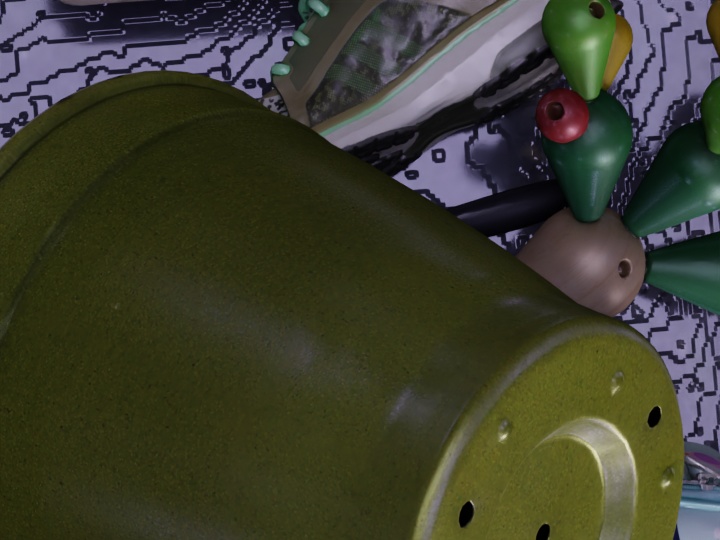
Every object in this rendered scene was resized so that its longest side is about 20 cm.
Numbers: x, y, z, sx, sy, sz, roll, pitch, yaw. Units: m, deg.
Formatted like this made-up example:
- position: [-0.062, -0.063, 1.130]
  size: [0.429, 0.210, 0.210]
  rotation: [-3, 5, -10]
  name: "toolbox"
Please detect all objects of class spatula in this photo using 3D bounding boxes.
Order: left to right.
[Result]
- position: [0.000, 0.000, 0.810]
  size: [0.199, 0.057, 0.021]
  rotation: [-23, 65, -14]
  name: "spatula"

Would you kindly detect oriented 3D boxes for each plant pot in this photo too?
- position: [-0.010, 0.053, 0.653]
  size: [0.192, 0.200, 0.202]
  rotation: [17, 86, 41]
  name: "plant pot"

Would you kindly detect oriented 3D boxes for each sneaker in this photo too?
- position: [-0.002, -0.084, 0.809]
  size: [0.199, 0.077, 0.089]
  rotation: [-27, 77, -10]
  name: "sneaker"

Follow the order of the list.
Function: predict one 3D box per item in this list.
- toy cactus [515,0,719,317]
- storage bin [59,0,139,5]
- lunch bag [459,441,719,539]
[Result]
- position: [0.117, -0.017, 0.790]
  size: [0.165, 0.103, 0.199]
  rotation: [-40, 133, 21]
  name: "toy cactus"
- position: [-0.036, -0.213, 0.765]
  size: [0.196, 0.094, 0.202]
  rotation: [-5, 74, -2]
  name: "storage bin"
- position: [0.092, 0.158, 0.764]
  size: [0.159, 0.077, 0.202]
  rotation: [6, 101, -32]
  name: "lunch bag"
